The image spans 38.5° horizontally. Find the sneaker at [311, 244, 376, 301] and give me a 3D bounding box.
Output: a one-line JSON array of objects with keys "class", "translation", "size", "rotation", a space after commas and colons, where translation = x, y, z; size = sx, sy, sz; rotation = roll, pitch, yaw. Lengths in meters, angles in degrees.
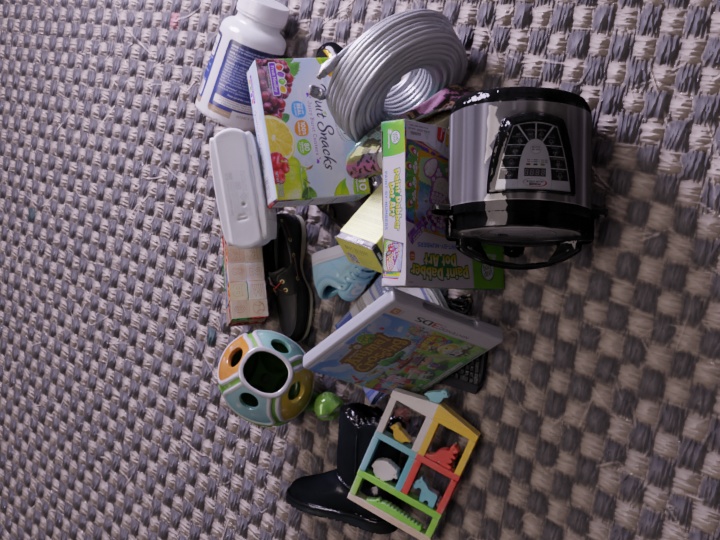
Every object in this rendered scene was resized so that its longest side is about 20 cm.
[{"class": "sneaker", "translation": [0.000, 0.000, 1.485], "size": [0.199, 0.073, 0.083], "rotation": [-20, 74, 56]}]

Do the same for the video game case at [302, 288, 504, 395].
[{"class": "video game case", "translation": [0.053, 0.101, 1.327], "size": [0.200, 0.181, 0.022], "rotation": [-38, 42, 42]}]

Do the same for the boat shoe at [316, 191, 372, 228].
[{"class": "boat shoe", "translation": [-0.045, -0.110, 1.532], "size": [0.200, 0.073, 0.075], "rotation": [45, 119, 37]}]

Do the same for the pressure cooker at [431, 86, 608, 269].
[{"class": "pressure cooker", "translation": [0.190, -0.102, 1.219], "size": [0.175, 0.177, 0.203], "rotation": [-2, 83, 46]}]

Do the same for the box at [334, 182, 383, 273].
[{"class": "box", "translation": [0.059, -0.090, 1.359], "size": [0.075, 0.050, 0.200], "rotation": [18, 61, 43]}]

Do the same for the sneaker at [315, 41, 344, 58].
[{"class": "sneaker", "translation": [-0.046, -0.251, 1.526], "size": [0.070, 0.089, 0.202], "rotation": [-23, 73, 42]}]

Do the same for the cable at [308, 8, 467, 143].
[{"class": "cable", "translation": [0.049, -0.251, 1.355], "size": [0.200, 0.200, 0.069], "rotation": [-41, 64, 10]}]

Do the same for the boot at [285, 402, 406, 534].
[{"class": "boot", "translation": [-0.021, 0.272, 1.487], "size": [0.199, 0.076, 0.170], "rotation": [7, 97, 39]}]

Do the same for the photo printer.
[{"class": "photo printer", "translation": [-0.168, -0.116, 1.507], "size": [0.069, 0.200, 0.168], "rotation": [-9, 93, 1]}]

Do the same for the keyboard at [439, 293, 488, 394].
[{"class": "keyboard", "translation": [0.097, 0.086, 1.417], "size": [0.199, 0.020, 0.129], "rotation": [14, 99, 44]}]

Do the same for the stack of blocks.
[{"class": "stack of blocks", "translation": [-0.189, -0.017, 1.650], "size": [0.115, 0.058, 0.203], "rotation": [142, 123, -76]}]

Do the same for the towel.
[{"class": "towel", "translation": [0.044, 0.078, 1.442], "size": [0.200, 0.024, 0.148], "rotation": [-47, 57, 35]}]

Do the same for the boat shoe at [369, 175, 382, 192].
[{"class": "boat shoe", "translation": [0.033, -0.141, 1.464], "size": [0.066, 0.070, 0.202], "rotation": [-36, 71, 37]}]

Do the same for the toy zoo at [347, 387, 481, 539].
[{"class": "toy zoo", "translation": [0.076, 0.249, 1.384], "size": [0.130, 0.020, 0.202], "rotation": [27, 104, 14]}]

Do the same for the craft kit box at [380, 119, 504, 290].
[{"class": "craft kit box", "translation": [0.105, -0.076, 1.288], "size": [0.048, 0.199, 0.200], "rotation": [0, 89, 44]}]

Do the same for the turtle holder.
[{"class": "turtle holder", "translation": [-0.130, 0.174, 1.538], "size": [0.186, 0.140, 0.132], "rotation": [54, 168, 6]}]

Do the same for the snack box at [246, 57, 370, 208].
[{"class": "snack box", "translation": [-0.073, -0.194, 1.443], "size": [0.053, 0.141, 0.202], "rotation": [153, 109, -65]}]

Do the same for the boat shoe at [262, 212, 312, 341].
[{"class": "boat shoe", "translation": [-0.119, 0.011, 1.614], "size": [0.073, 0.063, 0.204], "rotation": [-10, 83, 42]}]

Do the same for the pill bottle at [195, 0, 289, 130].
[{"class": "pill bottle", "translation": [-0.185, -0.338, 1.658], "size": [0.111, 0.110, 0.202], "rotation": [40, 116, 39]}]

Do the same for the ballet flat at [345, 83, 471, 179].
[{"class": "ballet flat", "translation": [0.074, -0.174, 1.350], "size": [0.199, 0.069, 0.071], "rotation": [-33, 47, -9]}]
